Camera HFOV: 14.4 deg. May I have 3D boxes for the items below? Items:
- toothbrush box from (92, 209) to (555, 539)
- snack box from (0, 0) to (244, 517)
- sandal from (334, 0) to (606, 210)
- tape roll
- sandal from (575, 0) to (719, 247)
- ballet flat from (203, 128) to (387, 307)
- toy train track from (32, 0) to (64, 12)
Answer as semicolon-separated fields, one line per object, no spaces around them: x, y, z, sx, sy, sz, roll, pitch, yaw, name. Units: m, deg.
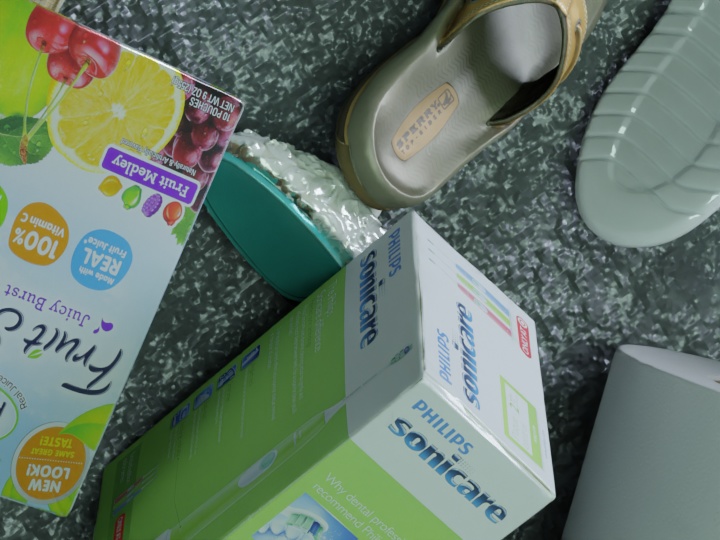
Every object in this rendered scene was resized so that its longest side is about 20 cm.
-0.020;0.092;1.230;0.200;0.146;0.086;-41;112;19;toothbrush box
-0.151;-0.010;1.216;0.142;0.053;0.200;23;90;-36;snack box
0.065;-0.105;1.293;0.080;0.054;0.200;51;63;-24;sandal
0.195;0.128;1.319;0.203;0.203;0.139;15;94;-21;tape roll
0.174;-0.097;1.349;0.203;0.082;0.050;-61;154;-2;sandal
0.000;0.000;1.309;0.072;0.072;0.200;-43;112;-8;ballet flat
-0.174;-0.056;1.246;0.115;0.033;0.200;28;91;-21;toy train track
